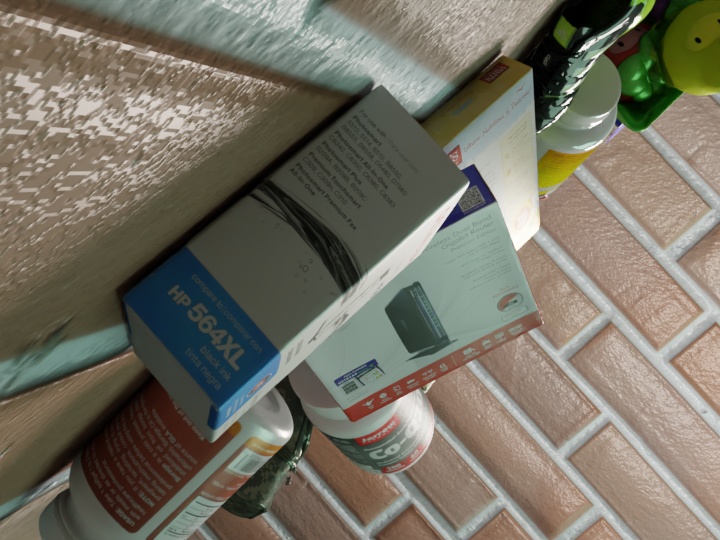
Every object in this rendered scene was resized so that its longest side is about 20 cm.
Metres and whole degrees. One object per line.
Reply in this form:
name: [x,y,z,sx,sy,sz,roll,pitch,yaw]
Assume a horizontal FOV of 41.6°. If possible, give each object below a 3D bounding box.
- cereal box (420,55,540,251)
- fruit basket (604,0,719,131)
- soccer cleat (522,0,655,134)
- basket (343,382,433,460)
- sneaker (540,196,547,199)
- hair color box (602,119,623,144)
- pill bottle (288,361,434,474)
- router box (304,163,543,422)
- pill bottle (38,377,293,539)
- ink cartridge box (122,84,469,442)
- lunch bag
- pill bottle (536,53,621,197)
cereal box: [0.101,-0.069,0.843,0.144,0.039,0.201,-42,143,-22]
fruit basket: [0.338,-0.253,1.016,0.215,0.156,0.216,-42,-170,9]
soccer cleat: [0.188,-0.203,0.876,0.200,0.068,0.081,-48,157,24]
basket: [0.005,0.147,1.412,0.161,0.200,0.198,-47,174,16]
sneaker: [0.264,-0.167,1.413,0.200,0.105,0.075,-44,173,-8]
hair color box: [0.313,-0.233,1.242,0.065,0.109,0.200,-43,174,10]
pill bottle: [0.003,0.133,0.990,0.114,0.114,0.200,-42,148,-6]
router box: [0.041,0.027,0.805,0.198,0.049,0.180,-28,138,4]
pill bottle: [-0.158,0.156,0.759,0.200,0.112,0.112,-44,174,6]
ink cartridge box: [-0.041,0.001,0.582,0.200,0.084,0.146,-41,174,-18]
lunch bag: [-0.126,0.178,1.084,0.169,0.139,0.200,-59,-178,-23]
pill bottle: [0.207,-0.160,1.028,0.109,0.109,0.200,-41,174,-17]
